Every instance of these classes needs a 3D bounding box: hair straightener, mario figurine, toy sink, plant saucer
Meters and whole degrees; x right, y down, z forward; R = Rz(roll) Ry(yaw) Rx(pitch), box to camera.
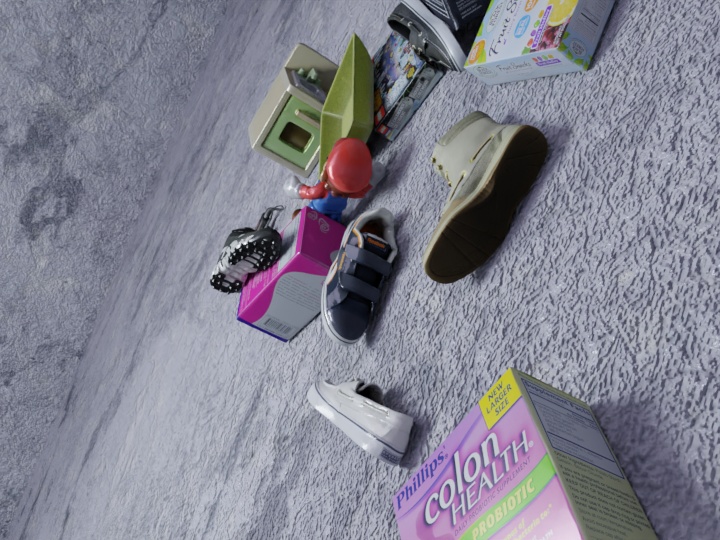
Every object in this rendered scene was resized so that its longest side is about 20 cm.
[{"bbox_3d":[-0.207,-0.042,1.581,0.202,0.040,0.077,-57,26,8],"label":"hair straightener"},{"bbox_3d":[-0.040,-0.139,1.230,0.123,0.106,0.201,-35,-12,-39],"label":"mario figurine"},{"bbox_3d":[-0.110,-0.304,1.506,0.201,0.129,0.113,-54,27,20],"label":"toy sink"},{"bbox_3d":[-0.021,-0.253,1.324,0.201,0.047,0.204,122,154,-53],"label":"plant saucer"}]

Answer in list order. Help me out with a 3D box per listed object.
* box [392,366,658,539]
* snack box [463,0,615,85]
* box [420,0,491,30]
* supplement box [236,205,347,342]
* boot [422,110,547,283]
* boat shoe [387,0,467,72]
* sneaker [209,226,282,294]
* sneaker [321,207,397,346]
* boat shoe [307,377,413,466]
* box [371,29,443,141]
[{"bbox_3d":[0.126,0.217,0.617,0.177,0.095,0.202,-53,27,25],"label":"box"},{"bbox_3d":[0.219,-0.307,0.952,0.145,0.052,0.199,-66,25,-3],"label":"snack box"},{"bbox_3d":[0.116,-0.476,1.104,0.122,0.200,0.201,-31,32,3],"label":"box"},{"bbox_3d":[-0.102,0.009,1.241,0.200,0.100,0.105,-41,33,40],"label":"supplement box"},{"bbox_3d":[0.120,-0.092,0.933,0.202,0.071,0.155,-57,27,6],"label":"boot"},{"bbox_3d":[0.098,-0.339,1.159,0.056,0.069,0.201,-37,45,8],"label":"boat shoe"},{"bbox_3d":[-0.178,-0.038,1.240,0.199,0.065,0.092,-34,39,51],"label":"sneaker"},{"bbox_3d":[0.000,0.000,1.078,0.079,0.077,0.204,-39,34,52],"label":"sneaker"},{"bbox_3d":[-0.001,0.163,0.946,0.067,0.071,0.199,-61,26,-3],"label":"boat shoe"},{"bbox_3d":[0.065,-0.322,1.283,0.137,0.039,0.202,-51,29,30],"label":"box"}]
